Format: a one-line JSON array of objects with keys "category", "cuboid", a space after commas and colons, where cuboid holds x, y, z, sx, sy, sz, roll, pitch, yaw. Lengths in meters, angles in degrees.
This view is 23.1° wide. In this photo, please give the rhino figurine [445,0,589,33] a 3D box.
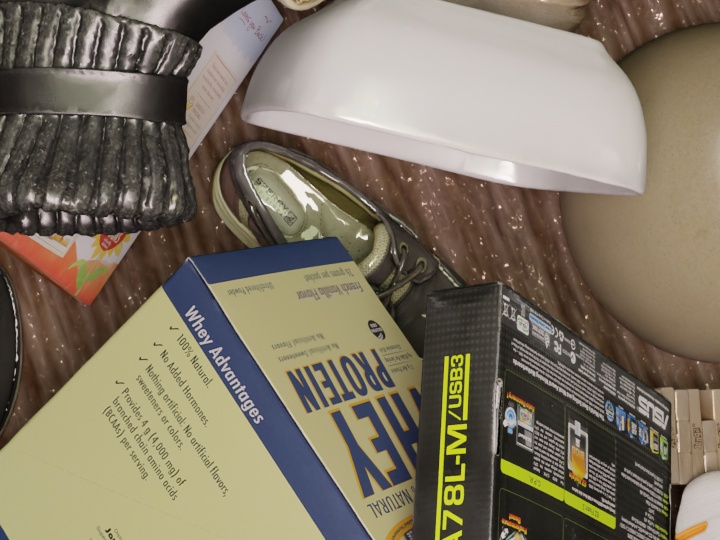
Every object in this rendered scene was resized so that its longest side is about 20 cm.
[{"category": "rhino figurine", "cuboid": [0.043, -0.167, 0.983, 0.198, 0.087, 0.060, 11, 113, 18]}]

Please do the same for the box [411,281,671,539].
[{"category": "box", "cuboid": [0.089, 0.128, 0.816, 0.047, 0.200, 0.195, -6, 68, 32]}]

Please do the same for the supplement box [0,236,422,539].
[{"category": "supplement box", "cuboid": [-0.056, 0.125, 0.876, 0.200, 0.134, 0.201, -43, 74, 27]}]

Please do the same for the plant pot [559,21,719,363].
[{"category": "plant pot", "cuboid": [0.223, -0.050, 0.988, 0.198, 0.134, 0.202, 0, 86, -7]}]

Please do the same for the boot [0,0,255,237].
[{"category": "boot", "cuboid": [-0.083, -0.101, 0.831, 0.209, 0.079, 0.159, -9, 74, 9]}]

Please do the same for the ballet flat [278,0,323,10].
[{"category": "ballet flat", "cuboid": [0.032, -0.197, 0.918, 0.199, 0.069, 0.070, -31, 90, 2]}]

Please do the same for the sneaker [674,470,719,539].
[{"category": "sneaker", "cuboid": [0.239, 0.189, 0.988, 0.078, 0.077, 0.201, -24, 109, 29]}]

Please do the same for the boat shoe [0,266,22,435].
[{"category": "boat shoe", "cuboid": [-0.237, 0.087, 0.959, 0.073, 0.063, 0.203, 19, 82, 0]}]

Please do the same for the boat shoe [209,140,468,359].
[{"category": "boat shoe", "cuboid": [0.000, -0.001, 0.991, 0.200, 0.066, 0.072, 39, 82, -3]}]

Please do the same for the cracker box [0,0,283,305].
[{"category": "cracker box", "cuboid": [-0.133, -0.095, 0.944, 0.057, 0.134, 0.201, 31, 82, 22]}]

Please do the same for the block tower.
[{"category": "block tower", "cuboid": [0.126, 0.091, 0.963, 0.199, 0.054, 0.058, 1, 83, -35]}]

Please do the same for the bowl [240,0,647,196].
[{"category": "bowl", "cuboid": [0.043, -0.095, 0.931, 0.198, 0.200, 0.075, 11, 90, -13]}]
